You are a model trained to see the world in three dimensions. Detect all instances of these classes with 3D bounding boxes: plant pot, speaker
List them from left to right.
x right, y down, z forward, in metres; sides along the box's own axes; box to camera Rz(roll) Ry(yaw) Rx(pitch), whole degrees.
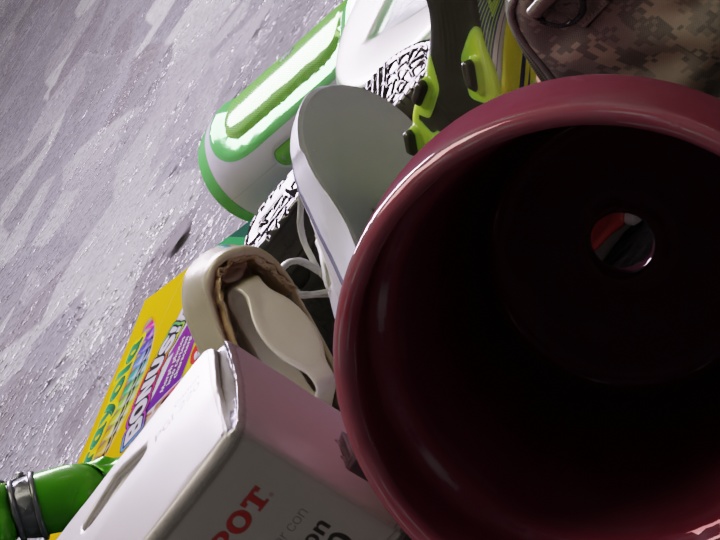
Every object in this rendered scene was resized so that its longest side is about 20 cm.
[{"bbox_3d":[-0.016,-0.105,1.717,0.200,0.088,0.089,-38,26,44],"label":"speaker"},{"bbox_3d":[0.100,0.013,1.091,0.200,0.200,0.179,-50,3,18],"label":"plant pot"}]

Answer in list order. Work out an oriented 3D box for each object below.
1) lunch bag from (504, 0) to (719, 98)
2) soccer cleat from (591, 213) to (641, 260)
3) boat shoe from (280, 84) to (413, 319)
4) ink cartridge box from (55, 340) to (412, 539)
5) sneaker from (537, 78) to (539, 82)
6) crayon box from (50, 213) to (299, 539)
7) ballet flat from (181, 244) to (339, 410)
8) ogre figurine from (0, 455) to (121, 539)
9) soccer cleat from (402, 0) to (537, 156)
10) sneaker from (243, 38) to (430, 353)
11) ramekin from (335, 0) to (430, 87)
[{"bbox_3d":[0.151,-0.143,1.226,0.139,0.168,0.200,-38,25,42],"label":"lunch bag"},{"bbox_3d":[0.090,-0.022,1.334,0.200,0.069,0.085,-62,31,-2],"label":"soccer cleat"},{"bbox_3d":[0.005,0.001,1.340,0.202,0.074,0.086,-112,34,-44],"label":"boat shoe"},{"bbox_3d":[-0.015,0.144,1.113,0.146,0.200,0.085,-52,18,15],"label":"ink cartridge box"},{"bbox_3d":[0.093,-0.085,1.403,0.200,0.075,0.105,-41,35,20],"label":"sneaker"},{"bbox_3d":[-0.098,0.077,1.658,0.172,0.058,0.200,-34,29,49],"label":"crayon box"},{"bbox_3d":[-0.021,0.075,1.278,0.069,0.200,0.069,-29,-7,-4],"label":"ballet flat"},{"bbox_3d":[-0.098,0.168,1.347,0.120,0.200,0.098,-33,-22,-3],"label":"ogre figurine"},{"bbox_3d":[0.062,-0.106,1.269,0.084,0.201,0.065,-23,29,-36],"label":"soccer cleat"},{"bbox_3d":[0.016,-0.028,1.471,0.200,0.104,0.060,-45,22,30],"label":"sneaker"},{"bbox_3d":[0.074,-0.142,1.525,0.200,0.098,0.200,-48,21,24],"label":"ramekin"}]
